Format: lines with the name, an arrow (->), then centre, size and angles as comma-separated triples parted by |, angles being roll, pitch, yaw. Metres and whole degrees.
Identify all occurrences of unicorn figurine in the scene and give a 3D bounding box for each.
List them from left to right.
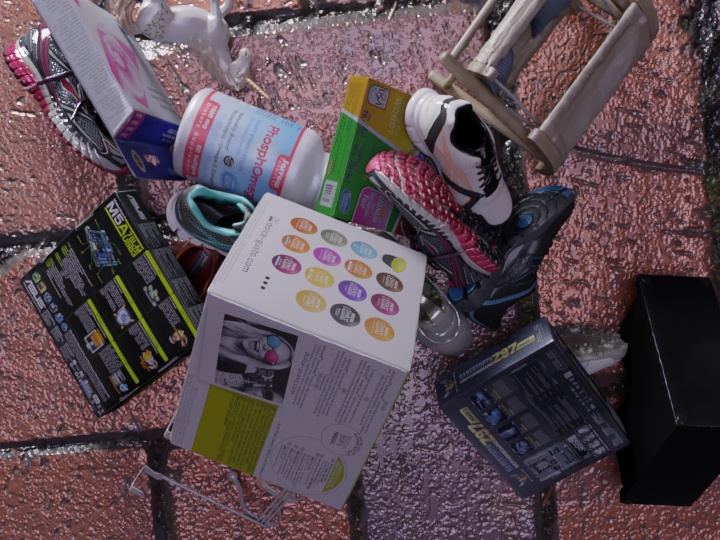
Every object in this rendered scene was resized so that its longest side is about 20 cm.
unicorn figurine -> -0.193, -0.295, 0.880 | 0.195, 0.074, 0.141 | 9, 104, -11

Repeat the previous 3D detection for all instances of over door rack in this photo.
over door rack -> -0.157, 0.232, 0.893 | 0.196, 0.067, 0.149 | 22, 130, -19

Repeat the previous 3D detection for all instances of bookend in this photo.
bookend -> 0.369, 0.149, 0.900 | 0.090, 0.202, 0.202 | 2, 139, 0

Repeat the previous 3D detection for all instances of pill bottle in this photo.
pill bottle -> -0.112, -0.129, 0.878 | 0.196, 0.109, 0.111 | 21, 95, -2

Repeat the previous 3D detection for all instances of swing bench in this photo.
swing bench -> 0.216, -0.251, 0.858 | 0.199, 0.130, 0.201 | 37, 94, -3

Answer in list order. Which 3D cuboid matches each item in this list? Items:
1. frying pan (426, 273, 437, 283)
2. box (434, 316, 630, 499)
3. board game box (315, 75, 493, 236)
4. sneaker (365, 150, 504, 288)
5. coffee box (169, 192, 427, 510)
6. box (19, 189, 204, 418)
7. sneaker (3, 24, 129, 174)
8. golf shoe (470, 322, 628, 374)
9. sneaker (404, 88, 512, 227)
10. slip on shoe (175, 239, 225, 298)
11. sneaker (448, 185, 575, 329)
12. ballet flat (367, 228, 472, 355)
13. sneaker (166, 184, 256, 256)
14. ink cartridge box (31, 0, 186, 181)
frying pan -> -0.009, 0.015, 0.934 | 0.187, 0.031, 0.117 | 30, 96, 0
box -> 0.205, 0.169, 0.882 | 0.156, 0.051, 0.200 | -34, 117, 18
board game box -> 0.055, -0.118, 0.862 | 0.197, 0.040, 0.157 | 11, 96, -36
sneaker -> 0.076, -0.050, 0.826 | 0.074, 0.081, 0.199 | -33, 117, 31
coffee box -> -0.058, 0.079, 0.767 | 0.194, 0.201, 0.203 | 21, 123, -2
box -> -0.292, 0.041, 0.887 | 0.192, 0.047, 0.202 | -35, 85, 19
sneaker -> -0.336, -0.201, 0.880 | 0.074, 0.081, 0.201 | -37, 94, 0
golf shoe -> 0.236, 0.130, 0.931 | 0.195, 0.079, 0.099 | -12, 113, 6
sneaker -> 0.125, -0.116, 0.838 | 0.074, 0.079, 0.200 | -53, 127, -13
slip on shoe -> -0.235, 0.041, 0.918 | 0.073, 0.061, 0.202 | 36, 96, -5
sneaker -> 0.195, -0.018, 0.919 | 0.200, 0.073, 0.082 | -46, 120, 2
ballet flat -> 0.071, 0.034, 0.902 | 0.069, 0.070, 0.201 | -40, 102, 3
sneaker -> -0.128, -0.041, 0.858 | 0.196, 0.091, 0.079 | 21, 75, -15
ink cartridge box -> -0.257, -0.199, 0.828 | 0.043, 0.196, 0.203 | -30, 95, 4
